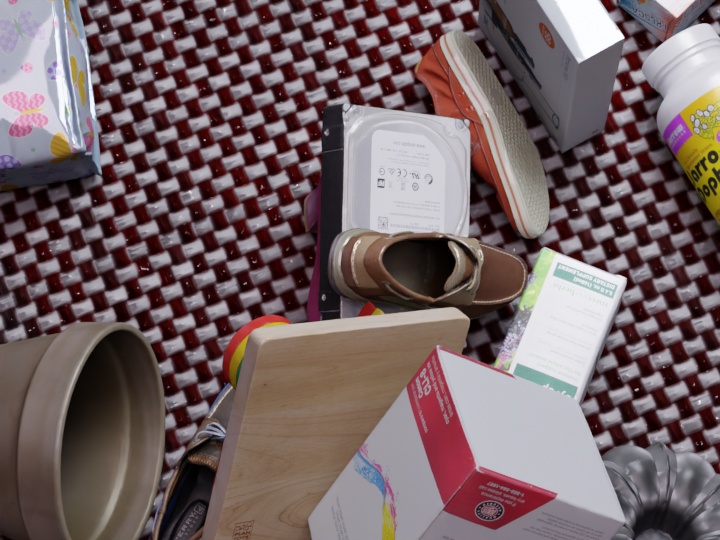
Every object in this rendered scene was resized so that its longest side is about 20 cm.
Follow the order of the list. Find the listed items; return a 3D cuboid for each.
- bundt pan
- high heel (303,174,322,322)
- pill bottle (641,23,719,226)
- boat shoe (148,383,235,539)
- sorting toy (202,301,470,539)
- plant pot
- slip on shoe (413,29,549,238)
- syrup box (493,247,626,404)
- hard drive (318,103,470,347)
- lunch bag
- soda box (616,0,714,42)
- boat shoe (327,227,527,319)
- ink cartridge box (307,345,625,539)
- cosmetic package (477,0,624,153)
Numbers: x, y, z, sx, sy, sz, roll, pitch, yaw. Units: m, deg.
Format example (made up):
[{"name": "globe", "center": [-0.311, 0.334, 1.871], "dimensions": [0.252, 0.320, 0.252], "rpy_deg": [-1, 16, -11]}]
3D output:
[{"name": "bundt pan", "center": [0.241, 0.224, 1.617], "dimensions": [0.201, 0.076, 0.203], "rpy_deg": [6, 55, -8]}, {"name": "high heel", "center": [0.000, 0.000, 1.711], "dimensions": [0.067, 0.096, 0.201], "rpy_deg": [7, 63, -27]}, {"name": "pill bottle", "center": [0.327, -0.113, 1.744], "dimensions": [0.104, 0.104, 0.200], "rpy_deg": [-28, 73, -8]}, {"name": "boat shoe", "center": [-0.115, 0.165, 1.674], "dimensions": [0.072, 0.072, 0.201], "rpy_deg": [21, 73, 8]}, {"name": "sorting toy", "center": [-0.032, 0.115, 1.607], "dimensions": [0.199, 0.199, 0.070], "rpy_deg": [-5, 32, -35]}, {"name": "plant pot", "center": [-0.277, 0.138, 1.641], "dimensions": [0.173, 0.200, 0.201], "rpy_deg": [3, 71, 19]}, {"name": "slip on shoe", "center": [0.109, -0.115, 1.775], "dimensions": [0.061, 0.074, 0.201], "rpy_deg": [-32, 78, 27]}, {"name": "syrup box", "center": [0.152, 0.093, 1.690], "dimensions": [0.078, 0.081, 0.201], "rpy_deg": [21, 72, 9]}, {"name": "hard drive", "center": [0.031, -0.035, 1.696], "dimensions": [0.139, 0.038, 0.201], "rpy_deg": [5, 85, -36]}, {"name": "lunch bag", "center": [-0.323, -0.174, 1.765], "dimensions": [0.169, 0.127, 0.201], "rpy_deg": [-10, 81, 0]}, {"name": "soda box", "center": [0.325, -0.300, 1.827], "dimensions": [0.068, 0.064, 0.200], "rpy_deg": [43, 77, 14]}, {"name": "boat shoe", "center": [0.068, 0.004, 1.651], "dimensions": [0.199, 0.072, 0.076], "rpy_deg": [2, 86, -38]}, {"name": "ink cartridge box", "center": [0.076, 0.193, 1.543], "dimensions": [0.145, 0.200, 0.145], "rpy_deg": [22, 29, -28]}, {"name": "cosmetic package", "center": [0.161, -0.207, 1.726], "dimensions": [0.052, 0.200, 0.151], "rpy_deg": [-31, 73, -8]}]
